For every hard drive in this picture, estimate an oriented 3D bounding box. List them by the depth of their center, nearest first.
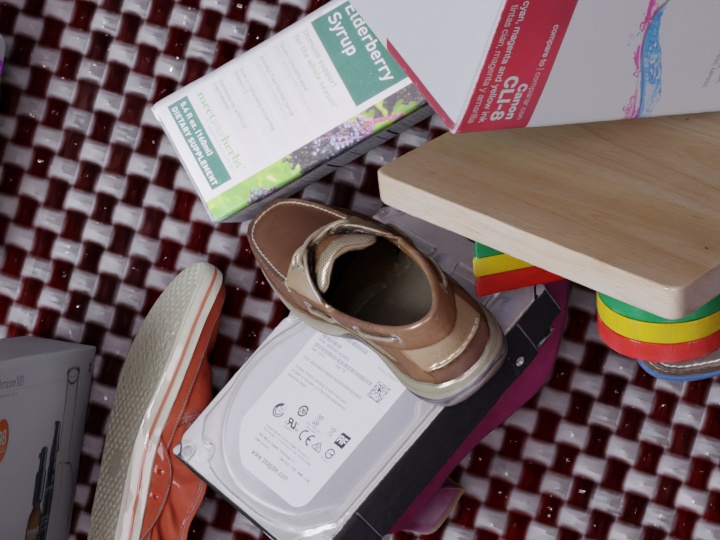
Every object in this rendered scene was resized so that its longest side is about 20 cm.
[{"bbox_3d":[0.002,0.063,1.122,0.200,0.038,0.140,-48,46,-9],"label":"hard drive"}]

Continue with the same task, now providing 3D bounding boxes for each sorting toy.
[{"bbox_3d":[0.148,-0.031,1.061,0.200,0.198,0.070,24,131,40],"label":"sorting toy"}]

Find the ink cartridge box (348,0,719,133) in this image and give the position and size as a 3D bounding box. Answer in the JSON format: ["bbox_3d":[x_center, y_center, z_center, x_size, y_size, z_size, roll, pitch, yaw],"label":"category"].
[{"bbox_3d":[0.117,-0.173,1.031,0.145,0.199,0.145,55,139,39],"label":"ink cartridge box"}]

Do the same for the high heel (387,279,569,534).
[{"bbox_3d":[0.047,0.061,1.141,0.067,0.096,0.200,38,102,36],"label":"high heel"}]

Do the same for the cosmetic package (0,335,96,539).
[{"bbox_3d":[-0.207,0.117,1.131,0.051,0.200,0.151,7,92,8],"label":"cosmetic package"}]

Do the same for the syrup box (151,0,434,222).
[{"bbox_3d":[-0.011,-0.109,1.161,0.200,0.081,0.079,-29,87,9],"label":"syrup box"}]

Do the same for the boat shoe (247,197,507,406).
[{"bbox_3d":[0.000,0.000,1.093,0.076,0.072,0.200,-50,44,-10],"label":"boat shoe"}]

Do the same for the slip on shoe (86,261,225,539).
[{"bbox_3d":[-0.111,0.094,1.191,0.061,0.074,0.201,15,85,-26],"label":"slip on shoe"}]

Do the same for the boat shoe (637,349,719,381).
[{"bbox_3d":[0.242,0.001,1.126,0.200,0.072,0.072,-29,86,8],"label":"boat shoe"}]

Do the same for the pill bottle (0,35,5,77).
[{"bbox_3d":[-0.277,-0.052,1.191,0.104,0.104,0.201,10,92,9],"label":"pill bottle"}]
